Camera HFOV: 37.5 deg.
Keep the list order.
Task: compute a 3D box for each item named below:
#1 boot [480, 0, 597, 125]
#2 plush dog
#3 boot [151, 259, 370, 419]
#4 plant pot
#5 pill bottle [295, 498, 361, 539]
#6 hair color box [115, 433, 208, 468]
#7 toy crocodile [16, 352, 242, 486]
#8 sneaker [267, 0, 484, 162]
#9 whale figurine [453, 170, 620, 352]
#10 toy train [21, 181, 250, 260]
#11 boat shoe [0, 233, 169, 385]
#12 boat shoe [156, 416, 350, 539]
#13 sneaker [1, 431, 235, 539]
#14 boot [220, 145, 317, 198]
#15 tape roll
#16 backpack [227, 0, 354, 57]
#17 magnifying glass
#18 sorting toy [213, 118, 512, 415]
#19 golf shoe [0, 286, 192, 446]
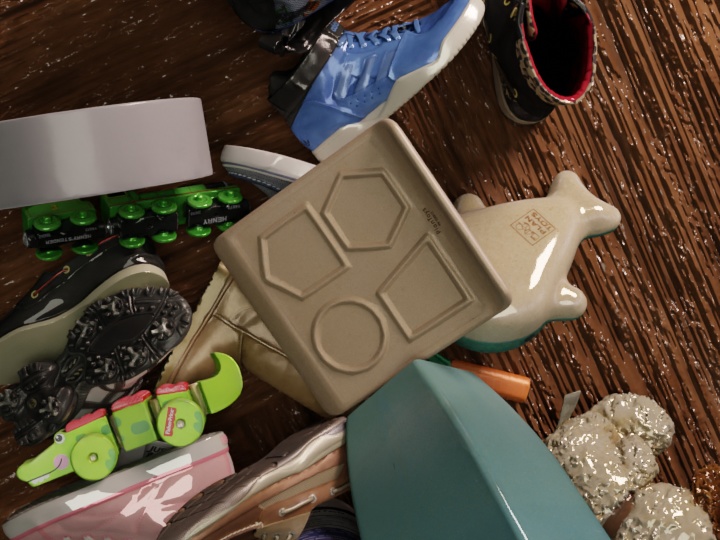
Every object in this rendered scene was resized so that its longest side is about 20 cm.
[{"bbox_3d":[0.142,-0.225,0.905,0.073,0.151,0.201,-11,97,-4],"label":"boot"},{"bbox_3d":[0.231,0.214,0.930,0.172,0.160,0.200,34,92,34],"label":"plush dog"},{"bbox_3d":[-0.072,0.102,0.955,0.200,0.066,0.175,29,100,-4],"label":"boot"},{"bbox_3d":[0.082,0.182,0.862,0.141,0.141,0.200,-42,54,24],"label":"plant pot"},{"bbox_3d":[-0.032,0.269,0.918,0.111,0.200,0.111,0,98,-2],"label":"pill bottle"},{"bbox_3d":[-0.194,0.245,0.973,0.101,0.061,0.201,14,95,-6],"label":"hair color box"},{"bbox_3d":[-0.192,0.129,0.889,0.200,0.068,0.062,-21,91,-5],"label":"toy crocodile"},{"bbox_3d":[0.005,-0.194,0.923,0.200,0.077,0.111,-40,103,19],"label":"sneaker"},{"bbox_3d":[0.142,-0.006,0.965,0.200,0.104,0.159,-37,65,-21],"label":"whale figurine"},{"bbox_3d":[-0.194,-0.048,0.917,0.200,0.056,0.042,-11,125,-27],"label":"toy train"},{"bbox_3d":[-0.264,0.035,0.947,0.201,0.074,0.063,-32,56,8],"label":"boat shoe"},{"bbox_3d":[-0.073,0.193,0.871,0.200,0.076,0.072,-28,95,-31],"label":"boat shoe"},{"bbox_3d":[-0.194,0.218,0.900,0.200,0.075,0.105,-19,92,-8],"label":"sneaker"},{"bbox_3d":[-0.040,-0.045,0.933,0.200,0.073,0.091,18,94,13],"label":"boot"},{"bbox_3d":[-0.224,-0.094,0.864,0.200,0.200,0.066,-10,97,-4],"label":"tape roll"},{"bbox_3d":[-0.049,-0.309,0.870,0.190,0.154,0.200,-28,66,-18],"label":"backpack"},{"bbox_3d":[0.062,0.089,1.000,0.199,0.022,0.080,15,96,-5],"label":"magnifying glass"},{"bbox_3d":[0.000,0.000,0.890,0.200,0.036,0.185,-34,92,19],"label":"sorting toy"},{"bbox_3d":[-0.220,0.081,0.932,0.200,0.094,0.078,-32,71,13],"label":"golf shoe"}]
